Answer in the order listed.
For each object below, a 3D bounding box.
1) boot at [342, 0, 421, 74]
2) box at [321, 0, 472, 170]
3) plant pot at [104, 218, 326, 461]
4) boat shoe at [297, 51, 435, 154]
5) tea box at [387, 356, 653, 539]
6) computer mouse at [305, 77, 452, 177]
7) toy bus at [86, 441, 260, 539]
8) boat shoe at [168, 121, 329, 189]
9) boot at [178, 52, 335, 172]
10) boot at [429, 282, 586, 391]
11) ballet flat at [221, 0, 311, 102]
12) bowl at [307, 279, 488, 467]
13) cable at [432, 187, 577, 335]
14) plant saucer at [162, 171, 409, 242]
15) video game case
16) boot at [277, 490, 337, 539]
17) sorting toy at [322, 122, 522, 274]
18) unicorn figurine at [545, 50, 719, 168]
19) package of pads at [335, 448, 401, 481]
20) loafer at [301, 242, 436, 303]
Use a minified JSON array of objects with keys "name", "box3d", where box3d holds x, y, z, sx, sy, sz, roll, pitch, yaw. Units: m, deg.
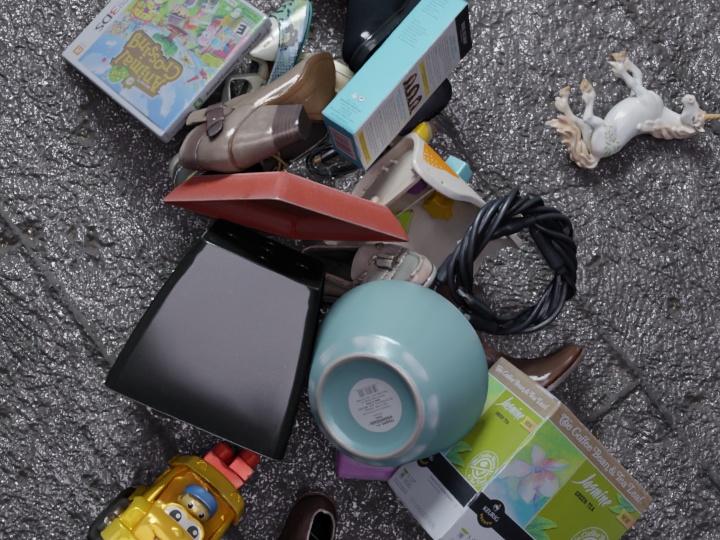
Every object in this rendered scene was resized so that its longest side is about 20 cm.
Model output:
[{"name":"boot","box3d":[-0.023,-0.322,1.254,0.168,0.077,0.201,38,39,-3]},{"name":"box","box3d":[0.044,-0.213,1.203,0.049,0.082,0.200,35,76,22]},{"name":"plant pot","box3d":[-0.133,0.058,1.179,0.198,0.200,0.179,24,100,-3]},{"name":"boat shoe","box3d":[-0.008,-0.190,1.289,0.199,0.072,0.065,30,81,-8]},{"name":"tea box","box3d":[0.178,0.245,1.208,0.197,0.134,0.200,-48,119,-3]},{"name":"computer mouse","box3d":[0.024,-0.167,1.247,0.199,0.034,0.059,-36,101,-11]},{"name":"toy bus","box3d":[-0.186,0.263,1.189,0.136,0.200,0.192,45,76,-2]},{"name":"boat shoe","box3d":[-0.118,-0.128,1.239,0.199,0.072,0.061,-24,46,-1]},{"name":"boot","box3d":[-0.114,-0.174,1.184,0.145,0.201,0.071,-9,120,20]},{"name":"boot","box3d":[0.146,0.071,1.293,0.185,0.064,0.201,-32,87,-6]},{"name":"ballet flat","box3d":[-0.117,-0.227,1.253,0.074,0.074,0.202,20,103,-3]},{"name":"bowl","box3d":[0.024,0.121,1.125,0.199,0.105,0.203,7,109,20]},{"name":"cable","box3d":[0.171,-0.004,1.211,0.199,0.051,0.165,19,98,-39]},{"name":"plant saucer","box3d":[-0.078,-0.069,1.174,0.199,0.198,0.037,16,81,-44]},{"name":"video game case","box3d":[-0.226,-0.265,1.251,0.200,0.022,0.182,38,84,28]},{"name":"boot","box3d":[-0.077,0.345,1.202,0.072,0.166,0.202,18,85,-3]},{"name":"sorting toy","box3d":[0.088,-0.058,1.256,0.179,0.200,0.107,36,52,-14]},{"name":"unicorn figurine","box3d":[0.331,-0.194,1.325,0.199,0.074,0.138,-32,99,8]},{"name":"package of pads","box3d":[0.039,0.145,1.241,0.119,0.076,0.202,5,109,-6]},{"name":"loafer","box3d":[0.000,0.000,1.215,0.063,0.199,0.072,49,62,-24]}]
